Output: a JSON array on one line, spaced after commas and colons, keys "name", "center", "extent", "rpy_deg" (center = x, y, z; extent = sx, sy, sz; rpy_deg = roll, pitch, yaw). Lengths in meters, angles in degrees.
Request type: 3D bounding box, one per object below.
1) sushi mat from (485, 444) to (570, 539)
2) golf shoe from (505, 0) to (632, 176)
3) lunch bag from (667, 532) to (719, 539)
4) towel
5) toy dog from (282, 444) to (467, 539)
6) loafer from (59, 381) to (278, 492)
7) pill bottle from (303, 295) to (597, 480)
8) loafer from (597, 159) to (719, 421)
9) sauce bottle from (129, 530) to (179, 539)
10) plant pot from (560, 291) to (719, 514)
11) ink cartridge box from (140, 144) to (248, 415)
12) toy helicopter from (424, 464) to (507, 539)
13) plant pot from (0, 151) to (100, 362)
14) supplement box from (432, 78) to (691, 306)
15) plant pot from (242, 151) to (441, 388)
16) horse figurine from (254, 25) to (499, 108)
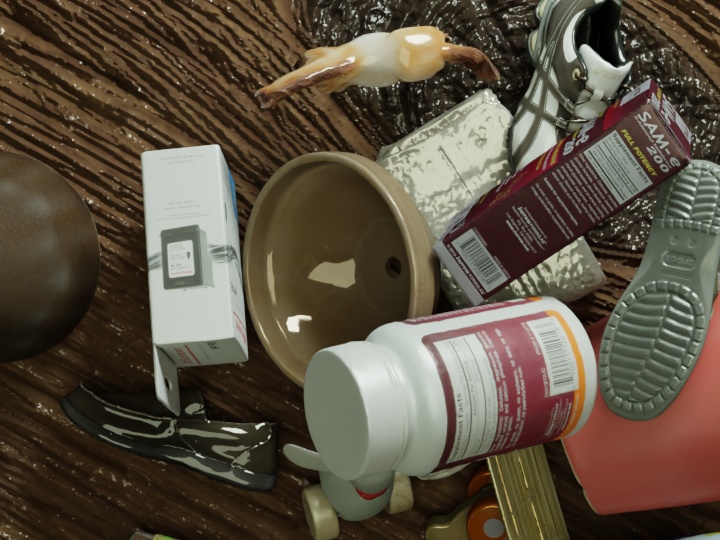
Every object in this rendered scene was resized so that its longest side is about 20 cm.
[{"name": "sushi mat", "center": [0.127, 0.150, 1.189], "extent": [0.012, 0.096, 0.201], "rpy_deg": [-17, 87, 36]}, {"name": "golf shoe", "center": [0.174, -0.136, 1.180], "extent": [0.077, 0.094, 0.201], "rpy_deg": [4, 87, -25]}, {"name": "lunch bag", "center": [0.231, 0.293, 1.184], "extent": [0.169, 0.200, 0.128], "rpy_deg": [-14, 69, 0]}, {"name": "towel", "center": [0.108, -0.043, 1.239], "extent": [0.132, 0.034, 0.201], "rpy_deg": [-30, 95, 5]}, {"name": "toy dog", "center": [-0.003, 0.153, 1.197], "extent": [0.131, 0.200, 0.097], "rpy_deg": [-11, 69, -31]}, {"name": "loafer", "center": [-0.160, 0.131, 1.249], "extent": [0.199, 0.073, 0.072], "rpy_deg": [19, 85, -5]}, {"name": "pill bottle", "center": [0.067, 0.089, 1.074], "extent": [0.199, 0.114, 0.115], "rpy_deg": [-9, 95, -29]}, {"name": "loafer", "center": [0.239, 0.020, 1.086], "extent": [0.075, 0.070, 0.201], "rpy_deg": [20, 87, 25]}, {"name": "sauce bottle", "center": [-0.112, 0.282, 1.259], "extent": [0.199, 0.065, 0.065], "rpy_deg": [16, 95, -1]}, {"name": "plant pot", "center": [0.255, 0.106, 1.178], "extent": [0.177, 0.200, 0.201], "rpy_deg": [-21, 94, 14]}, {"name": "ink cartridge box", "center": [-0.133, 0.011, 1.183], "extent": [0.066, 0.116, 0.201], "rpy_deg": [-6, 77, 0]}, {"name": "toy helicopter", "center": [0.092, 0.274, 1.258], "extent": [0.200, 0.079, 0.132], "rpy_deg": [-39, 102, 15]}, {"name": "plant pot", "center": [-0.325, -0.003, 1.172], "extent": [0.186, 0.200, 0.188], "rpy_deg": [0, 95, 2]}, {"name": "supplement box", "center": [0.158, -0.062, 1.118], "extent": [0.200, 0.109, 0.061], "rpy_deg": [-34, 96, 19]}, {"name": "plant pot", "center": [0.000, 0.000, 1.196], "extent": [0.200, 0.092, 0.202], "rpy_deg": [8, 101, 43]}, {"name": "horse figurine", "center": [0.015, -0.168, 1.181], "extent": [0.199, 0.133, 0.050], "rpy_deg": [-7, 95, 2]}]
